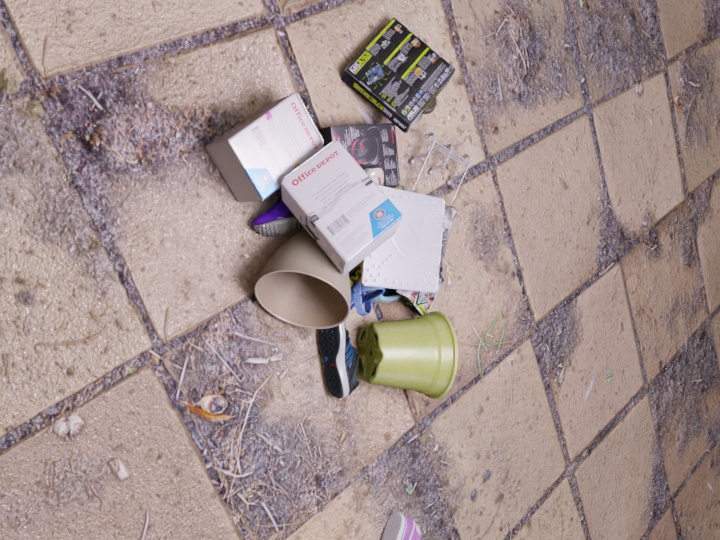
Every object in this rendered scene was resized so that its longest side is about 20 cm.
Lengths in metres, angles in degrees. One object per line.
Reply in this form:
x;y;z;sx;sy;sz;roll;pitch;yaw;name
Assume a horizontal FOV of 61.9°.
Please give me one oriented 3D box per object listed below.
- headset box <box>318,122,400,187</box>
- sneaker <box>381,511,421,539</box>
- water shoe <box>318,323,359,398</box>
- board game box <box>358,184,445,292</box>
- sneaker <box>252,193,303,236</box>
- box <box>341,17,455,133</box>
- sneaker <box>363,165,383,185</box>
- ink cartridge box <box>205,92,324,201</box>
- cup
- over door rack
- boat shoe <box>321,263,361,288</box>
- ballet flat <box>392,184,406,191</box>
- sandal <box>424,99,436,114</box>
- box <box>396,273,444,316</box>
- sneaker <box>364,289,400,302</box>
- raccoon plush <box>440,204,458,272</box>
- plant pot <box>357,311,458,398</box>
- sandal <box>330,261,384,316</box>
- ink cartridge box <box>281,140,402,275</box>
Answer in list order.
-0.012;-0.244;1.333;0.196;0.074;0.153;-13;101;-34;headset box
0.090;0.709;1.466;0.114;0.072;0.203;40;70;-33;sneaker
-0.045;0.181;1.349;0.078;0.070;0.206;-19;110;-52;water shoe
0.088;-0.063;1.265;0.196;0.026;0.206;6;88;-32;board game box
-0.138;-0.143;1.249;0.196;0.070;0.102;-20;77;-10;sneaker
0.089;-0.445;1.362;0.192;0.048;0.201;37;69;2;box
0.024;-0.125;1.289;0.069;0.094;0.203;-13;140;-32;sneaker
-0.177;-0.246;1.184;0.199;0.124;0.130;-42;115;-26;ink cartridge box
-0.105;0.004;1.231;0.199;0.198;0.146;36;48;-31;cup
0.183;-0.215;1.482;0.146;0.066;0.205;20;87;-35;over door rack
0.000;0.000;1.357;0.198;0.074;0.075;-33;117;-23;boat shoe
0.081;-0.132;1.379;0.062;0.201;0.070;-27;65;-3;ballet flat
0.110;-0.424;1.420;0.196;0.054;0.084;15;84;-31;sandal
0.143;0.035;1.411;0.112;0.034;0.200;-62;157;-7;box
0.099;0.035;1.425;0.197;0.081;0.076;-24;107;-32;sneaker
0.183;-0.085;1.452;0.136;0.096;0.200;-58;163;-6;raccoon plush
0.095;0.191;1.380;0.180;0.199;0.206;5;90;-24;plant pot
0.028;0.021;1.291;0.202;0.087;0.079;-53;140;2;sandal
-0.038;-0.121;1.150;0.146;0.086;0.201;-38;78;-16;ink cartridge box
